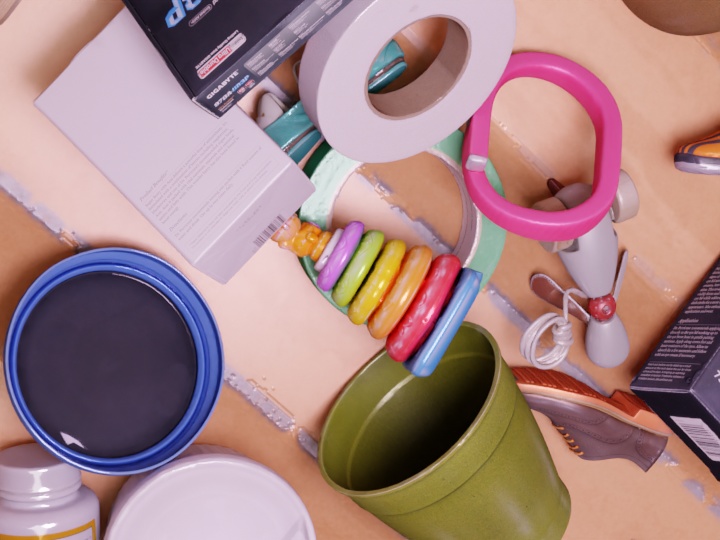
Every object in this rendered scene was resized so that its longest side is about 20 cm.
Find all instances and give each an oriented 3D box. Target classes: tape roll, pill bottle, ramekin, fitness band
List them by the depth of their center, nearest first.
[{"bbox_3d":[0.041,-0.181,1.297,0.202,0.037,0.204,-23,141,-20],"label":"tape roll"},{"bbox_3d":[0.166,-0.115,1.387,0.143,0.038,0.201,13,55,-3],"label":"fitness band"},{"bbox_3d":[-0.289,0.263,1.388,0.108,0.109,0.202,-3,102,-12],"label":"pill bottle"},{"bbox_3d":[-0.146,0.255,1.419,0.201,0.094,0.204,-4,103,-16],"label":"ramekin"},{"bbox_3d":[0.036,-0.047,1.427,0.199,0.048,0.202,-2,102,-11],"label":"tape roll"}]

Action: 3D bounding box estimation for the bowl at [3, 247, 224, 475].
[{"bbox_3d":[-0.221,0.081,1.365,0.199,0.039,0.202,5,79,-24],"label":"bowl"}]

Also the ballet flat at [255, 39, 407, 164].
[{"bbox_3d":[-0.049,-0.148,1.386,0.200,0.067,0.070,-42,83,-1],"label":"ballet flat"}]

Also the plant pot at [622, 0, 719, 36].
[{"bbox_3d":[0.337,-0.296,1.362,0.185,0.200,0.188,-3,103,-11],"label":"plant pot"}]

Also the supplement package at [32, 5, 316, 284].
[{"bbox_3d":[-0.154,-0.105,1.297,0.121,0.120,0.200,-45,79,0],"label":"supplement package"}]

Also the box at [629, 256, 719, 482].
[{"bbox_3d":[0.383,0.085,1.474,0.148,0.104,0.200,45,71,-16],"label":"box"}]

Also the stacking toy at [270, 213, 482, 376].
[{"bbox_3d":[0.000,0.000,1.363,0.199,0.116,0.110,31,88,-2],"label":"stacking toy"}]

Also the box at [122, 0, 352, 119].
[{"bbox_3d":[-0.087,-0.244,1.204,0.200,0.046,0.159,-40,65,9],"label":"box"}]

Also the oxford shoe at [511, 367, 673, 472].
[{"bbox_3d":[0.215,0.148,1.495,0.199,0.071,0.073,19,101,-16],"label":"oxford shoe"}]

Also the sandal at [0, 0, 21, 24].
[{"bbox_3d":[-0.274,-0.312,1.288,0.069,0.078,0.212,33,98,-22],"label":"sandal"}]

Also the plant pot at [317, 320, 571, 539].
[{"bbox_3d":[0.096,0.185,1.427,0.200,0.200,0.193,-42,119,-1],"label":"plant pot"}]

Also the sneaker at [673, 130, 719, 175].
[{"bbox_3d":[0.387,-0.152,1.474,0.199,0.077,0.113,-9,100,-21],"label":"sneaker"}]

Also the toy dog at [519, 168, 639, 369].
[{"bbox_3d":[0.208,-0.010,1.464,0.131,0.096,0.201,0,115,-20],"label":"toy dog"}]
